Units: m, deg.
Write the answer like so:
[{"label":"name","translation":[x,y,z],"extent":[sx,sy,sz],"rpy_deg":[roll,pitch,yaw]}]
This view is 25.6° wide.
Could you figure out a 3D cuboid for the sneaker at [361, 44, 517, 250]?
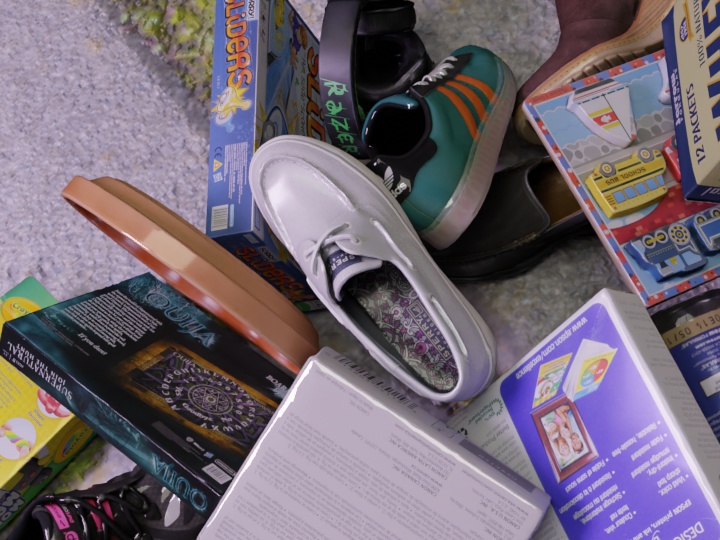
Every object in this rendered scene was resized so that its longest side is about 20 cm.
[{"label":"sneaker","translation":[0.048,-0.101,1.045],"extent":[0.071,0.080,0.200],"rpy_deg":[-44,19,34]}]

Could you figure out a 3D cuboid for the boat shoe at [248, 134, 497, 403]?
[{"label":"boat shoe","translation":[0.000,0.000,0.943],"extent":[0.072,0.069,0.200],"rpy_deg":[-37,83,16]}]

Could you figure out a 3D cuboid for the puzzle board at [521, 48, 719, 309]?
[{"label":"puzzle board","translation":[0.218,-0.075,0.998],"extent":[0.200,0.017,0.151],"rpy_deg":[-21,74,-25]}]

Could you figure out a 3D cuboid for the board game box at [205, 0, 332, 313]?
[{"label":"board game box","translation":[-0.058,-0.087,1.077],"extent":[0.034,0.135,0.200],"rpy_deg":[-9,65,19]}]

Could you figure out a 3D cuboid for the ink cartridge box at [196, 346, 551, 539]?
[{"label":"ink cartridge box","translation":[-0.009,0.170,0.916],"extent":[0.161,0.050,0.200],"rpy_deg":[33,101,10]}]

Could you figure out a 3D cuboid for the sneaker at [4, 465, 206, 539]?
[{"label":"sneaker","translation":[-0.167,0.171,1.019],"extent":[0.200,0.084,0.077],"rpy_deg":[-38,63,-5]}]

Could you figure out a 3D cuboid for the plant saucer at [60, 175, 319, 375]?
[{"label":"plant saucer","translation":[-0.102,0.001,1.012],"extent":[0.200,0.200,0.032],"rpy_deg":[33,82,25]}]

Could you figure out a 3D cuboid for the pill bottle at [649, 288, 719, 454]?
[{"label":"pill bottle","translation":[0.231,0.118,0.919],"extent":[0.112,0.112,0.200],"rpy_deg":[-25,62,3]}]

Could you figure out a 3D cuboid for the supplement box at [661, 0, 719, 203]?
[{"label":"supplement box","translation":[0.311,-0.136,0.928],"extent":[0.200,0.200,0.134],"rpy_deg":[4,64,-12]}]

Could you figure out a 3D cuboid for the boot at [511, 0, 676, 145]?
[{"label":"boot","translation":[0.157,-0.189,1.117],"extent":[0.200,0.072,0.166],"rpy_deg":[-36,50,-1]}]

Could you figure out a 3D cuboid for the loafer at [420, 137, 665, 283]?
[{"label":"loafer","translation":[0.114,-0.047,1.048],"extent":[0.200,0.072,0.073],"rpy_deg":[-19,64,7]}]

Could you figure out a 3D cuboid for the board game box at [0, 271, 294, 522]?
[{"label":"board game box","translation":[-0.119,0.077,1.034],"extent":[0.200,0.135,0.028],"rpy_deg":[34,123,26]}]

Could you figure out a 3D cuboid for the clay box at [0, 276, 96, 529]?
[{"label":"clay box","translation":[-0.261,0.110,1.093],"extent":[0.200,0.048,0.115],"rpy_deg":[-44,63,-8]}]

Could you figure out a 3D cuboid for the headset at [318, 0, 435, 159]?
[{"label":"headset","translation":[0.026,-0.163,1.103],"extent":[0.094,0.124,0.200],"rpy_deg":[1,44,18]}]

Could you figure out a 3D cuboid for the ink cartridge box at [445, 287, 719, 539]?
[{"label":"ink cartridge box","translation":[0.127,0.146,0.916],"extent":[0.198,0.043,0.200],"rpy_deg":[-44,55,36]}]
